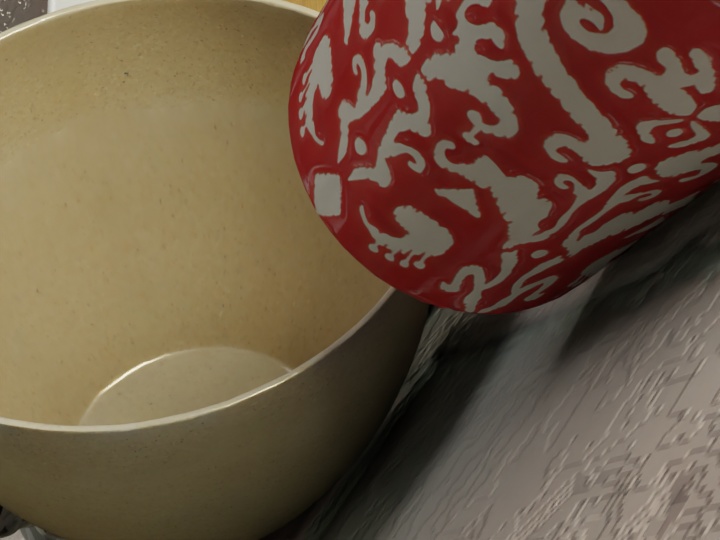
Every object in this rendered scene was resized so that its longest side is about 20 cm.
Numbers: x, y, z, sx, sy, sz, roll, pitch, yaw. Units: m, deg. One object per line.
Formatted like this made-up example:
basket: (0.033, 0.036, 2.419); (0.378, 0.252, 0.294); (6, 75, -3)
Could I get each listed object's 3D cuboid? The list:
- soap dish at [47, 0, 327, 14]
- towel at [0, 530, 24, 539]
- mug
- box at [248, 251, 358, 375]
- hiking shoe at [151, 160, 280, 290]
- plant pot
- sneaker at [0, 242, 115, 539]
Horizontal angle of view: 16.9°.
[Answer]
soap dish: (-0.071, -0.098, 1.068); (0.157, 0.081, 0.201); (-38, 41, 39)
towel: (-0.143, 0.084, 1.129); (0.201, 0.034, 0.133); (-61, 20, 24)
mug: (0.082, -0.073, 0.619); (0.200, 0.176, 0.134); (132, 136, -58)
box: (0.000, 0.000, 0.953); (0.200, 0.040, 0.137); (-50, 8, 26)
hiking shoe: (-0.041, -0.055, 0.915); (0.200, 0.100, 0.076); (-52, 10, 13)
plant pot: (-0.065, 0.020, 0.824); (0.201, 0.199, 0.135); (-58, -27, -36)
sneaker: (-0.146, 0.082, 0.951); (0.116, 0.075, 0.201); (-54, -20, -33)
